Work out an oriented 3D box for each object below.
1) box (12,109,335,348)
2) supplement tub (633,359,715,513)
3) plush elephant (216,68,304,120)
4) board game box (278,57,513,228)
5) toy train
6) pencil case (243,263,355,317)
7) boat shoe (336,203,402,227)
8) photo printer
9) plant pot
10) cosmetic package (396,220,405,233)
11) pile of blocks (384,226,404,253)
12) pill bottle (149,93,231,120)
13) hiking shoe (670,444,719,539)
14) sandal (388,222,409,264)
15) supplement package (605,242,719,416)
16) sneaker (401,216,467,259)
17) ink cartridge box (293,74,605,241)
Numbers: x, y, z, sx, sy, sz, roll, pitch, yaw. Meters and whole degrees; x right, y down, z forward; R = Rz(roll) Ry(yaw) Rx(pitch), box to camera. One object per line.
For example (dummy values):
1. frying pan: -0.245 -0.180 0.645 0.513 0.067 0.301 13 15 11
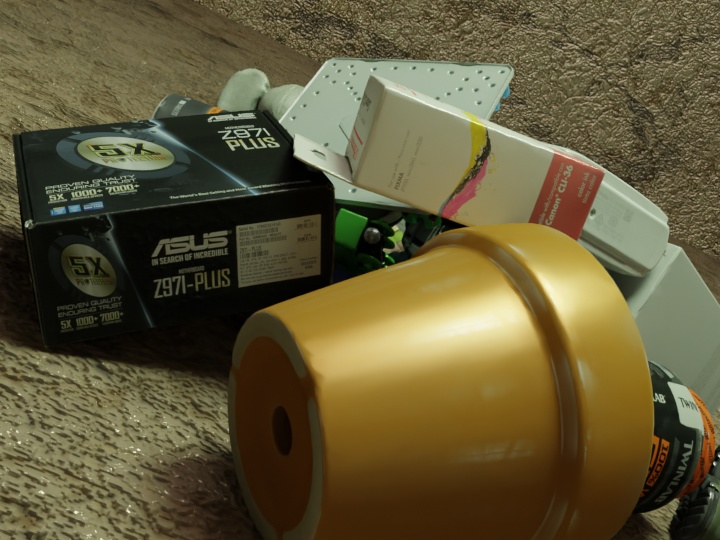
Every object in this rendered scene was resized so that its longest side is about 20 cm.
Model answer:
1. box: -0.134 -0.040 0.621 0.195 0.088 0.164 -9 30 -20
2. supplement tub: 0.178 0.121 0.680 0.197 0.125 0.123 14 20 -34
3. plush elephant: -0.086 -0.149 1.021 0.162 0.157 0.200 29 16 11
4. board game box: 0.015 -0.120 0.779 0.196 0.026 0.202 9 49 27
5. toy train: 0.000 0.000 0.774 0.055 0.042 0.201 21 -17 8
6. pencil case: -0.015 0.042 0.701 0.198 0.079 0.087 31 18 15
7. boat shoe: -0.046 -0.045 0.787 0.196 0.073 0.062 -15 3 -14
8. photo printer: 0.158 -0.068 0.803 0.164 0.071 0.199 24 2 -34
9. plant pot: 0.029 0.078 0.499 0.180 0.204 0.200 -3 30 -30
10. cosmetic package: 0.082 -0.101 1.121 0.162 0.168 0.201 22 17 -16
11. pile of blocks: -0.011 -0.032 0.940 0.198 0.063 0.082 34 60 15
12. pill bottle: -0.110 -0.094 0.867 0.196 0.108 0.106 18 16 2
13. hiking shoe: 0.337 0.212 0.767 0.100 0.077 0.199 41 29 18
14. sandal: 0.089 0.032 0.854 0.086 0.080 0.202 -32 84 -24
15. supplement package: 0.277 0.061 0.872 0.200 0.122 0.119 43 -7 -37
16. sneaker: 0.121 0.009 0.775 0.197 0.076 0.080 25 -22 31
17. ink cartridge box: 0.054 -0.081 0.611 0.196 0.069 0.117 18 13 -10
